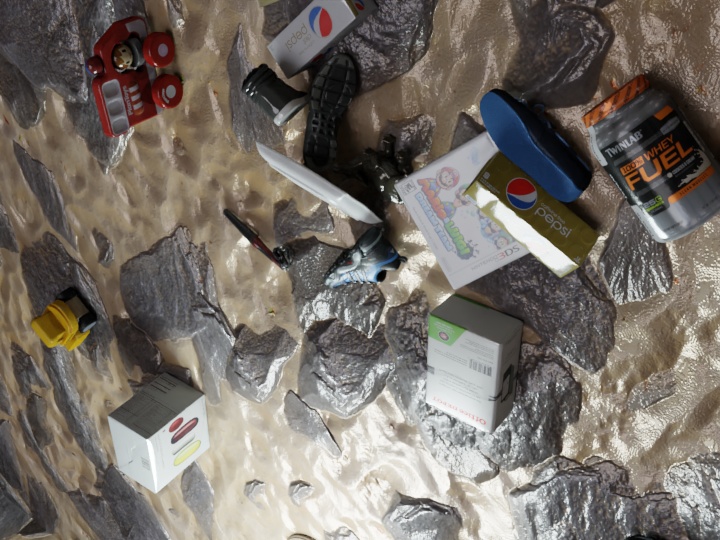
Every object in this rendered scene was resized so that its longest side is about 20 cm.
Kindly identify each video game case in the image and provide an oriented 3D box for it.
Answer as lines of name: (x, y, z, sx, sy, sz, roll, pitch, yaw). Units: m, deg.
video game case: (0.177, -0.094, 1.425, 0.181, 0.024, 0.201, -28, 98, 25)

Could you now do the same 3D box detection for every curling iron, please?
curling iron: (-0.208, -0.067, 1.832, 0.199, 0.025, 0.050, 38, 115, 23)

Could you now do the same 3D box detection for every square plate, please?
square plate: (-0.072, -0.144, 1.557, 0.199, 0.198, 0.029, 32, 91, 21)

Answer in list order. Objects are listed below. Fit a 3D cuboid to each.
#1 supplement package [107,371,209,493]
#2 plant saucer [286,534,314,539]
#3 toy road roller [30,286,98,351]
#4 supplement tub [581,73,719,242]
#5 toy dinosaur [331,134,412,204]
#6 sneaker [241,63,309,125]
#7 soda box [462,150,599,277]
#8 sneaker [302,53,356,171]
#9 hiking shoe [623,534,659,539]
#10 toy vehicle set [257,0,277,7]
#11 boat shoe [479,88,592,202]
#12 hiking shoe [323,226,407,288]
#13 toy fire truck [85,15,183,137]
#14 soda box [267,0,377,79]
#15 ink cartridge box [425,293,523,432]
supplement package: (-0.506, 0.409, 2.279, 0.146, 0.200, 0.193, 22, 131, 28)
plant saucer: (-0.122, 0.767, 2.306, 0.199, 0.029, 0.202, 22, 130, 29)
toy road roller: (-0.816, 0.149, 2.419, 0.123, 0.146, 0.200, 51, 138, 2)
supplement tub: (0.386, -0.148, 1.179, 0.201, 0.122, 0.122, 53, 138, -1)
toy dinosaur: (0.049, -0.159, 1.520, 0.199, 0.077, 0.103, 31, 147, 16)
sneaker: (-0.141, -0.300, 1.507, 0.071, 0.200, 0.099, -43, 96, 11)
soda box: (0.254, -0.083, 1.342, 0.200, 0.068, 0.064, 40, 158, -2)
sneaker: (-0.062, -0.273, 1.524, 0.075, 0.079, 0.202, 12, 112, -16)
hiking shoe: (0.529, 0.536, 1.533, 0.199, 0.087, 0.075, 38, 136, 16)
toy vehicle set: (-0.053, -0.453, 1.362, 0.199, 0.124, 0.027, -5, 113, 43)
boat shoe: (0.255, -0.186, 1.314, 0.201, 0.068, 0.084, 52, 146, 2)
hiking shoe: (0.000, 0.000, 1.643, 0.087, 0.075, 0.200, 42, 147, -7)
toy fire truck: (-0.445, -0.375, 1.727, 0.111, 0.168, 0.202, 15, 126, 33)
soda box: (-0.065, -0.394, 1.457, 0.199, 0.064, 0.068, -29, 97, 47)
ink cartridge box: (0.197, 0.164, 1.581, 0.145, 0.084, 0.202, 22, 129, 30)
